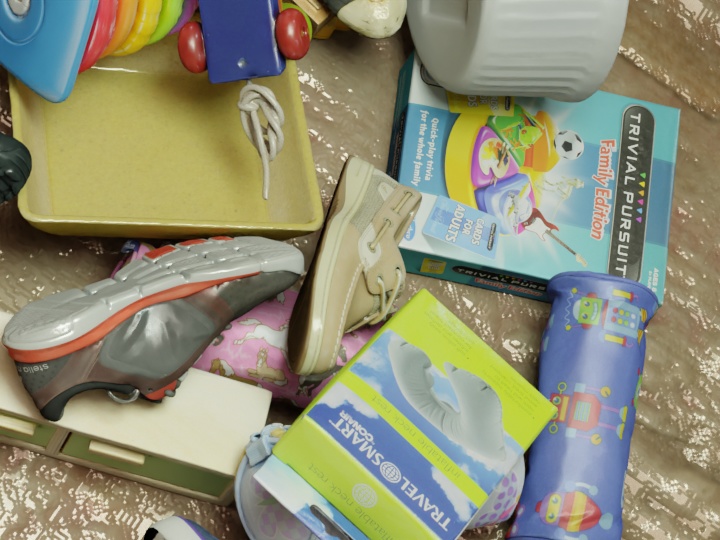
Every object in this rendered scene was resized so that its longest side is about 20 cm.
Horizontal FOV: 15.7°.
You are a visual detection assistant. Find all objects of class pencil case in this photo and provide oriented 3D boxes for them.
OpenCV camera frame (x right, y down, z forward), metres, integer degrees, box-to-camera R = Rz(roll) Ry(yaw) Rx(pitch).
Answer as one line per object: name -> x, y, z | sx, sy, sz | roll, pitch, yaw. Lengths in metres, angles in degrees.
pencil case -> 0.149, 0.103, 1.753 | 0.078, 0.087, 0.201 | 7, 75, 13
pencil case -> -0.072, 0.040, 1.722 | 0.199, 0.083, 0.087 | 16, 83, -10
pencil case -> 0.013, 0.134, 1.678 | 0.200, 0.083, 0.091 | -5, 55, -42

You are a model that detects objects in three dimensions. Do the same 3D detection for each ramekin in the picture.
ramekin -> 0.098, -0.211, 1.755 | 0.097, 0.200, 0.201 | -5, 73, -18

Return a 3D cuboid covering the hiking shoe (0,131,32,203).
hiking shoe -> -0.286, -0.103, 1.676 | 0.199, 0.075, 0.087 | 17, 59, 27

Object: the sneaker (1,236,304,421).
sneaker -> -0.125, 0.038, 1.642 | 0.199, 0.077, 0.082 | -19, 110, -16

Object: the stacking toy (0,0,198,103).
stacking toy -> -0.148, -0.188, 1.740 | 0.200, 0.110, 0.116 | -9, 40, -41

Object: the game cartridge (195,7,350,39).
game cartridge -> -0.083, -0.269, 1.856 | 0.176, 0.032, 0.201 | 9, 72, -13

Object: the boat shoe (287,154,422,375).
boat shoe -> 0.000, 0.000, 1.687 | 0.065, 0.072, 0.200 | 20, 36, -3

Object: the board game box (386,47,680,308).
board game box -> 0.119, -0.060, 1.827 | 0.199, 0.047, 0.152 | 12, 69, -11

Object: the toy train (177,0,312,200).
toy train -> -0.064, -0.151, 1.731 | 0.084, 0.116, 0.201 | -6, 95, 17

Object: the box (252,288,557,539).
box -> 0.031, 0.105, 1.616 | 0.122, 0.048, 0.200 | 42, 38, 2

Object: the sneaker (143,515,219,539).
sneaker -> -0.030, 0.212, 1.683 | 0.146, 0.081, 0.200 | -34, 79, -32

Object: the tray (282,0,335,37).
tray -> -0.003, -0.264, 1.840 | 0.099, 0.037, 0.200 | 44, 67, 0

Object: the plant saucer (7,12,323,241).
plant saucer -> -0.136, -0.089, 1.740 | 0.199, 0.049, 0.200 | 2, 48, -15

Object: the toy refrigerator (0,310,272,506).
toy refrigerator -> -0.166, 0.091, 1.681 | 0.199, 0.076, 0.070 | 18, 68, -10

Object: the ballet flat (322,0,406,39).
ballet flat -> -0.017, -0.252, 1.782 | 0.066, 0.057, 0.201 | -16, 79, -19
